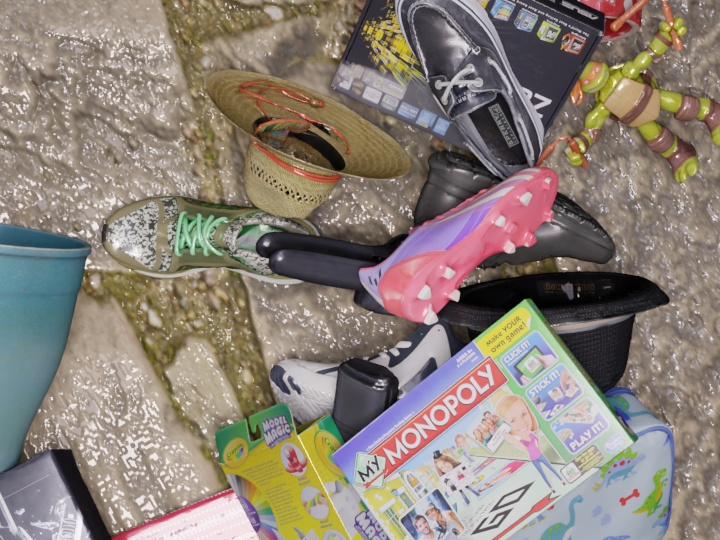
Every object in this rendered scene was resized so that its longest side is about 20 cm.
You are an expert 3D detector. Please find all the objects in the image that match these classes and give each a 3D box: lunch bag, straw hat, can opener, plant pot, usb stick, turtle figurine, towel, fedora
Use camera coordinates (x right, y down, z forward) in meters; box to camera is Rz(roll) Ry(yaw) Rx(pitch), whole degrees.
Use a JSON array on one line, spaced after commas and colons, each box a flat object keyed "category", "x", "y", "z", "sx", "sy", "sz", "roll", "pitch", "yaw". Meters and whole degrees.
[{"category": "lunch bag", "x": 0.170, "y": 0.194, "z": 1.055, "sx": 0.199, "sy": 0.082, "sz": 0.162, "roll": -22, "pitch": 127, "yaw": -18}, {"category": "straw hat", "x": -0.059, "y": -0.092, "z": 1.083, "sx": 0.200, "sy": 0.201, "sz": 0.086, "roll": 22, "pitch": 113, "yaw": -5}, {"category": "can opener", "x": 0.000, "y": 0.000, "z": 1.060, "sx": 0.199, "sy": 0.063, "sz": 0.079, "roll": 11, "pitch": 104, "yaw": -43}, {"category": "plant pot", "x": -0.327, "y": 0.059, "z": 0.996, "sx": 0.198, "sy": 0.200, "sz": 0.190, "roll": 8, "pitch": 94, "yaw": -7}, {"category": "usb stick", "x": -0.004, "y": 0.164, "z": 1.046, "sx": 0.055, "sy": 0.033, "sz": 0.201, "roll": 19, "pitch": 121, "yaw": 20}, {"category": "turtle figurine", "x": 0.251, "y": -0.146, "z": 1.149, "sx": 0.160, "sy": 0.065, "sz": 0.201, "roll": 27, "pitch": 110, "yaw": -19}, {"category": "towel", "x": -0.126, "y": 0.302, "z": 1.074, "sx": 0.144, "sy": 0.022, "sz": 0.201, "roll": -21, "pitch": 84, "yaw": -8}, {"category": "fedora", "x": 0.164, "y": 0.060, "z": 1.058, "sx": 0.199, "sy": 0.201, "sz": 0.092, "roll": -6, "pitch": 99, "yaw": -9}]

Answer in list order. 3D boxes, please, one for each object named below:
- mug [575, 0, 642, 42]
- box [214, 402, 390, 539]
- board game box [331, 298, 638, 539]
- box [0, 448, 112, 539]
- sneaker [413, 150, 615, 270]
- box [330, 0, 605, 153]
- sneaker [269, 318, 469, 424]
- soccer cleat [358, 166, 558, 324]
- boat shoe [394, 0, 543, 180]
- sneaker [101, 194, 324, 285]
[{"category": "mug", "x": 0.225, "y": -0.320, "z": 1.144, "sx": 0.176, "sy": 0.133, "sz": 0.202, "roll": 0, "pitch": 86, "yaw": 14}, {"category": "box", "x": -0.040, "y": 0.206, "z": 1.042, "sx": 0.048, "sy": 0.117, "sz": 0.201, "roll": -30, "pitch": 93, "yaw": -45}, {"category": "board game box", "x": 0.093, "y": 0.136, "z": 0.959, "sx": 0.200, "sy": 0.029, "sz": 0.135, "roll": -40, "pitch": 79, "yaw": 13}, {"category": "box", "x": -0.291, "y": 0.270, "z": 1.003, "sx": 0.199, "sy": 0.104, "sz": 0.183, "roll": -27, "pitch": 84, "yaw": -7}, {"category": "sneaker", "x": 0.137, "y": -0.039, "z": 1.136, "sx": 0.199, "sy": 0.076, "sz": 0.091, "roll": 20, "pitch": 107, "yaw": -14}, {"category": "box", "x": 0.093, "y": -0.196, "z": 1.108, "sx": 0.199, "sy": 0.162, "sz": 0.049, "roll": 25, "pitch": 37, "yaw": -5}, {"category": "sneaker", "x": 0.029, "y": 0.090, "z": 1.101, "sx": 0.198, "sy": 0.080, "sz": 0.130, "roll": 13, "pitch": 51, "yaw": 20}, {"category": "soccer cleat", "x": 0.087, "y": -0.033, "z": 1.038, "sx": 0.076, "sy": 0.067, "sz": 0.200, "roll": 30, "pitch": 59, "yaw": 35}, {"category": "boat shoe", "x": 0.092, "y": -0.158, "z": 1.062, "sx": 0.071, "sy": 0.068, "sz": 0.201, "roll": -22, "pitch": 118, "yaw": 25}, {"category": "sneaker", "x": -0.125, "y": -0.033, "z": 1.081, "sx": 0.198, "sy": 0.089, "sz": 0.078, "roll": 3, "pitch": 82, "yaw": -8}]
